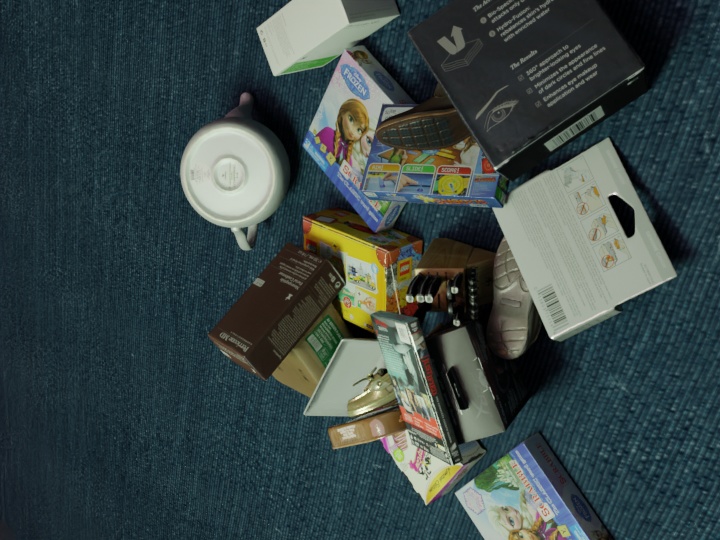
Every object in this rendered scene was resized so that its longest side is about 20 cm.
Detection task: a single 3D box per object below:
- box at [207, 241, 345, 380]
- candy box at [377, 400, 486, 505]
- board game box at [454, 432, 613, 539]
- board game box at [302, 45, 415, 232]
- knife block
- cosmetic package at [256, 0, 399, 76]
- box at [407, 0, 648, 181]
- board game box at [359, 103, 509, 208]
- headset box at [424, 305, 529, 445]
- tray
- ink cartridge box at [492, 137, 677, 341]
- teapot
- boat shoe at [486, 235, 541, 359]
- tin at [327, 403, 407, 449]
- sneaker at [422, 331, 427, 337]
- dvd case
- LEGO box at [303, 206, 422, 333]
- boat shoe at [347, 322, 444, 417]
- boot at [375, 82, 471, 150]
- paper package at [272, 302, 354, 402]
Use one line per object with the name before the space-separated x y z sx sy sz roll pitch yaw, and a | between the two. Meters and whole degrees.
box | -0.129 0.060 1.548 0.100 0.200 0.075 23 159 42
candy box | 0.093 0.255 1.608 0.200 0.061 0.136 51 137 21
board game box | 0.255 0.370 1.484 0.200 0.041 0.200 56 139 17
board game box | 0.013 -0.196 1.510 0.200 0.041 0.200 50 137 21
knife block | 0.103 0.017 1.380 0.200 0.175 0.064 23 121 56
cosmetic package | -0.051 -0.366 1.473 0.200 0.108 0.085 -18 92 52
box | 0.196 -0.243 1.164 0.197 0.117 0.200 -33 78 14
board game box | 0.106 -0.156 1.336 0.200 0.034 0.136 7 73 30
headset box | 0.156 0.141 1.370 0.075 0.200 0.149 -21 90 21
tray | -0.013 0.165 1.574 0.200 0.107 0.022 117 150 -42
ink cartridge box | 0.278 -0.038 1.250 0.173 0.044 0.200 -29 70 23
teapot | -0.202 -0.166 1.710 0.197 0.146 0.200 44 104 0
boat shoe | 0.220 0.019 1.347 0.076 0.072 0.200 19 98 30
tin | 0.024 0.235 1.534 0.200 0.112 0.042 -27 84 57
sneaker | 0.115 0.178 1.448 0.074 0.087 0.200 -33 105 10
dvd case | 0.073 0.154 1.349 0.200 0.022 0.146 71 164 -7
LEGO box | 0.000 0.000 1.592 0.200 0.077 0.149 24 123 42
boat shoe | 0.059 0.155 1.528 0.063 0.200 0.073 58 -177 2
boot | 0.116 -0.220 1.300 0.075 0.200 0.097 61 -158 -54
paper package | -0.096 0.122 1.675 0.191 0.103 0.200 21 152 43
